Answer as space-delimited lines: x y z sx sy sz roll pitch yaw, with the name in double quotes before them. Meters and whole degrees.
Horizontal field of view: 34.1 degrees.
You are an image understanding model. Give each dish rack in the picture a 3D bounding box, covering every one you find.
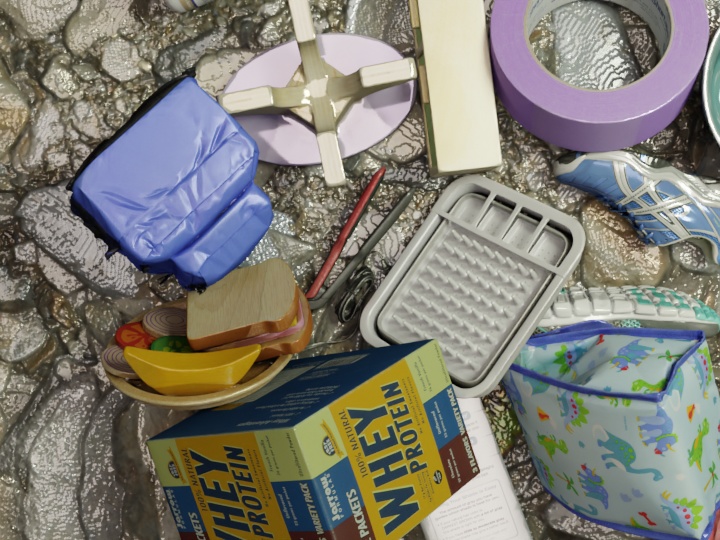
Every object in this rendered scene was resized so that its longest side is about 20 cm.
"dish rack" 0.110 0.018 1.121 0.172 0.044 0.200 30 81 39

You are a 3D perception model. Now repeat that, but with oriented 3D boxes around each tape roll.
"tape roll" 0.222 -0.216 1.110 0.200 0.066 0.200 -2 70 4

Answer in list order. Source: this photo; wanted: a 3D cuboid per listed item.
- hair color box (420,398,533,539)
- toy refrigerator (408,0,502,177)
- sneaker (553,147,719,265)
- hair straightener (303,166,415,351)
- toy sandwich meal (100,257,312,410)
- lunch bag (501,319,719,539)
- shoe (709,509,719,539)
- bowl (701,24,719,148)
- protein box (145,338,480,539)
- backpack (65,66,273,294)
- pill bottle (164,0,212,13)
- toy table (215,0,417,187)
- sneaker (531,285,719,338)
"hair color box" 0.094 0.204 1.159 0.099 0.061 0.200 -20 91 2
"toy refrigerator" 0.087 -0.195 1.139 0.070 0.076 0.200 -6 92 -3
"sneaker" 0.282 -0.066 1.138 0.200 0.076 0.077 18 88 3
"hair straightener" 0.000 0.000 1.166 0.077 0.041 0.200 32 92 1
"toy sandwich meal" -0.145 0.055 1.103 0.205 0.205 0.070 -4 120 2
"lunch bag" 0.231 0.144 1.088 0.200 0.127 0.170 -1 118 42
"shoe" 0.348 0.266 1.128 0.071 0.091 0.200 -3 88 -43
"bowl" 0.407 -0.172 1.113 0.200 0.105 0.201 0 94 -2
"protein box" -0.041 0.167 1.048 0.198 0.200 0.135 -12 100 42
"backpack" -0.175 -0.064 1.091 0.162 0.200 0.168 -39 97 -12
"pill bottle" -0.110 -0.335 1.125 0.200 0.116 0.116 -21 91 2
"toy table" -0.043 -0.168 1.127 0.200 0.117 0.184 -23 91 1
"sneaker" 0.250 0.065 1.155 0.200 0.078 0.091 1 107 5
